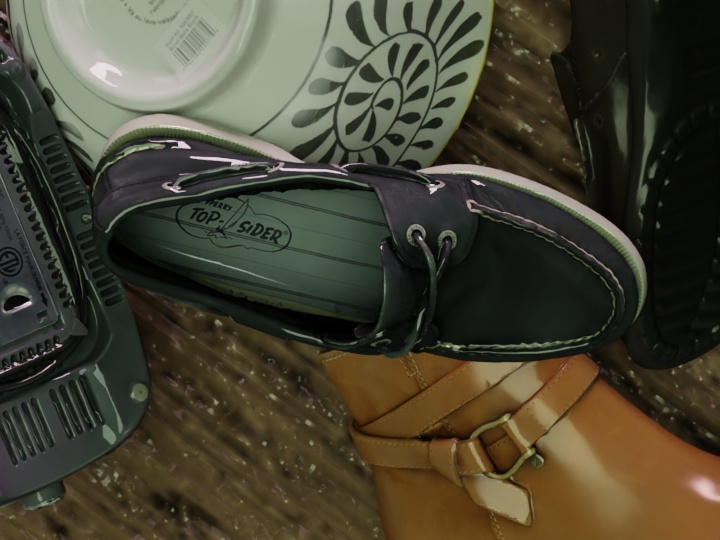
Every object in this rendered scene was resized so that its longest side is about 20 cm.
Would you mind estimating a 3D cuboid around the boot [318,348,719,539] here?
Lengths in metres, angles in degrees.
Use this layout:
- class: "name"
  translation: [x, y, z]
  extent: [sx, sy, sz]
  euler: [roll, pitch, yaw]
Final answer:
- class: "boot"
  translation: [0.086, 0.062, 0.941]
  extent: [0.199, 0.074, 0.156]
  euler: [-25, 94, 25]

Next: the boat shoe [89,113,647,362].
- class: "boat shoe"
  translation: [0.000, -0.002, 0.881]
  extent: [0.198, 0.066, 0.075]
  euler: [18, 115, -1]

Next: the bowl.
- class: "bowl"
  translation: [-0.059, -0.103, 0.941]
  extent: [0.199, 0.094, 0.202]
  euler: [2, 96, 22]

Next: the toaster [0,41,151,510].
- class: "toaster"
  translation: [-0.171, -0.001, 0.961]
  extent: [0.129, 0.113, 0.201]
  euler: [-16, 98, 56]

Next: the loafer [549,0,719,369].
- class: "loafer"
  translation: [0.110, -0.064, 0.954]
  extent: [0.073, 0.071, 0.202]
  euler: [-10, 108, -30]
